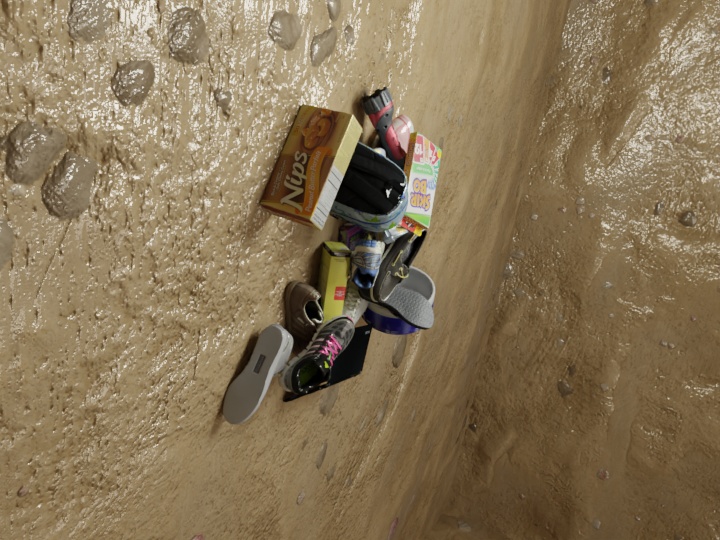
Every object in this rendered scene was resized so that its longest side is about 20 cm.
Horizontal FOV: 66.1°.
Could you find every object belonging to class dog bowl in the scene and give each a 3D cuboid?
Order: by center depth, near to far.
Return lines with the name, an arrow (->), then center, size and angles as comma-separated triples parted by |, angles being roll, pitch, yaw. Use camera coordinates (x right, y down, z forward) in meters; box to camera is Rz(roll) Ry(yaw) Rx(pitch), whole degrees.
dog bowl -> 0.093, 0.071, 1.428 | 0.200, 0.196, 0.081 | -43, 146, -45

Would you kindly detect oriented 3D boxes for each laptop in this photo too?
laptop -> -0.072, 0.215, 1.292 | 0.176, 0.196, 0.106 | 0, 68, -63

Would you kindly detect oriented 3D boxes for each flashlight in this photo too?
flashlight -> 0.073, -0.292, 1.206 | 0.067, 0.068, 0.203 | -31, 112, -2

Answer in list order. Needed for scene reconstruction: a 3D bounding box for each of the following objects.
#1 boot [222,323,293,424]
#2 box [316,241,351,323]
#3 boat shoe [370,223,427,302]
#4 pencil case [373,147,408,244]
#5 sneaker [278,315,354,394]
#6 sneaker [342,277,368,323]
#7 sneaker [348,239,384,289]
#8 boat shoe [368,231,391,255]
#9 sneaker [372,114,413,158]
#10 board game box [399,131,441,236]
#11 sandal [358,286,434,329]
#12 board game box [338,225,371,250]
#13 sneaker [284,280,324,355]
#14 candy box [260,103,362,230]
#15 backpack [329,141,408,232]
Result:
boot -> -0.191, 0.208, 1.085 | 0.203, 0.072, 0.096 | -61, 162, -8
box -> -0.066, 0.045, 1.221 | 0.049, 0.075, 0.206 | 3, 107, -22
boat shoe -> 0.087, -0.017, 1.259 | 0.071, 0.060, 0.205 | 34, 79, -53
pencil case -> 0.042, -0.163, 1.208 | 0.091, 0.081, 0.205 | -65, 137, -83
sneaker -> -0.077, 0.177, 1.123 | 0.199, 0.087, 0.074 | -43, 116, -14
sneaker -> -0.025, 0.097, 1.313 | 0.085, 0.071, 0.205 | 171, -58, -87
sneaker -> 0.000, 0.000, 1.204 | 0.200, 0.075, 0.088 | 118, -21, -73
boat shoe -> 0.036, -0.113, 1.294 | 0.071, 0.074, 0.206 | -21, 97, -51
sneaker -> 0.073, -0.266, 1.327 | 0.104, 0.075, 0.203 | -40, 151, -23
board game box -> 0.127, -0.186, 1.205 | 0.094, 0.029, 0.206 | 21, 77, -44
sandal -> 0.087, 0.074, 1.311 | 0.077, 0.196, 0.043 | -60, 177, -25
board game box -> 0.006, -0.073, 1.357 | 0.199, 0.032, 0.123 | -34, 138, -53
sneaker -> -0.114, 0.117, 1.176 | 0.071, 0.074, 0.204 | -48, 145, -40
candy box -> -0.087, -0.186, 0.988 | 0.055, 0.113, 0.205 | 36, 74, -62
backpack -> 0.003, -0.164, 1.093 | 0.166, 0.196, 0.155 | -61, 154, -22
